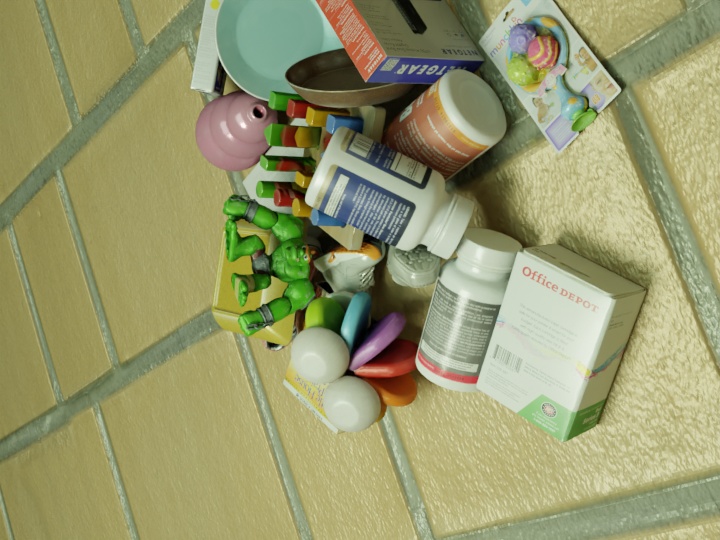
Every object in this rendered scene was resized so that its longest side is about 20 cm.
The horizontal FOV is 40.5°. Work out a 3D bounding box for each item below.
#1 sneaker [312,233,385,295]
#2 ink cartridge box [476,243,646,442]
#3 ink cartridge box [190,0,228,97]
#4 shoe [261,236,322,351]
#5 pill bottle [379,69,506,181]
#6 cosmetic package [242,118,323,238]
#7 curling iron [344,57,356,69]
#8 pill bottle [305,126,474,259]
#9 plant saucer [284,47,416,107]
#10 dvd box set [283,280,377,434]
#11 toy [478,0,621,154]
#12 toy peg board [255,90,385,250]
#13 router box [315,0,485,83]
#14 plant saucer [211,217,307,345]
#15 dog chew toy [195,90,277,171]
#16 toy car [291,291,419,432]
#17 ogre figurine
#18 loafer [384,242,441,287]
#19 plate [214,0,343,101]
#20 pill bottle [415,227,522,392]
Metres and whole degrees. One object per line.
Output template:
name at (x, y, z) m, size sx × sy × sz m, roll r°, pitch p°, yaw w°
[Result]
sneaker at (0.000, 0.000, 1.442) m, size 0.092 × 0.076 × 0.200 m, roll 62°, pitch 162°, yaw -4°
ink cartridge box at (0.247, 0.086, 1.215) m, size 0.145 × 0.087 × 0.201 m, roll 30°, pitch 118°, yaw 37°
ink cartridge box at (-0.223, -0.377, 1.535) m, size 0.198 × 0.047 × 0.201 m, roll -107°, pitch 27°, yaw -82°
shoe at (-0.110, 0.041, 1.557) m, size 0.200 × 0.071 × 0.091 m, roll -57°, pitch 32°, yaw 40°
pill bottle at (0.091, -0.171, 1.311) m, size 0.200 × 0.112 × 0.113 m, roll -36°, pitch 71°, yaw 42°
cosmetic package at (-0.092, -0.137, 1.543) m, size 0.200 × 0.052 × 0.151 m, roll -42°, pitch 65°, yaw 40°
curling iron at (-0.016, -0.364, 1.444) m, size 0.050 × 0.025 × 0.201 m, roll -167°, pitch 75°, yaw -82°
pill bottle at (0.039, -0.093, 1.246) m, size 0.199 × 0.111 × 0.111 m, roll 26°, pitch 121°, yaw -2°
plant saucer at (-0.004, -0.265, 1.340) m, size 0.200 × 0.200 × 0.035 m, roll 22°, pitch 129°, yaw 41°
dvd box set at (-0.046, 0.138, 1.556) m, size 0.146 × 0.029 × 0.201 m, roll 39°, pitch 121°, yaw 34°
toy at (0.221, -0.257, 1.213) m, size 0.115 × 0.047 × 0.200 m, roll -48°, pitch 64°, yaw 36°
toy peg board at (-0.067, -0.155, 1.373) m, size 0.199 × 0.097 × 0.201 m, roll 40°, pitch 125°, yaw 56°
router box at (0.045, -0.327, 1.271) m, size 0.049 × 0.200 × 0.180 m, roll -45°, pitch 67°, yaw 39°
plant saucer at (-0.172, 0.006, 1.544) m, size 0.200 × 0.048 × 0.201 m, roll 8°, pitch 90°, yaw 51°
dog chew toy at (-0.189, -0.228, 1.547) m, size 0.200 × 0.124 × 0.125 m, roll 169°, pitch 91°, yaw -67°
toy car at (0.008, 0.115, 1.377) m, size 0.150 × 0.175 × 0.200 m, roll -26°, pitch 103°, yaw 27°
ogre figurine at (-0.131, -0.014, 1.419) m, size 0.098 × 0.119 × 0.201 m, roll 115°, pitch 143°, yaw -52°
loafer at (0.072, -0.010, 1.338) m, size 0.200 × 0.070 × 0.070 m, roll -104°, pitch 8°, yaw -72°
plate at (-0.120, -0.353, 1.459) m, size 0.026 × 0.199 × 0.201 m, roll -135°, pitch 47°, yaw -70°
pill bottle at (0.147, 0.050, 1.291) m, size 0.111 × 0.110 × 0.201 m, roll 31°, pitch 118°, yaw 38°
